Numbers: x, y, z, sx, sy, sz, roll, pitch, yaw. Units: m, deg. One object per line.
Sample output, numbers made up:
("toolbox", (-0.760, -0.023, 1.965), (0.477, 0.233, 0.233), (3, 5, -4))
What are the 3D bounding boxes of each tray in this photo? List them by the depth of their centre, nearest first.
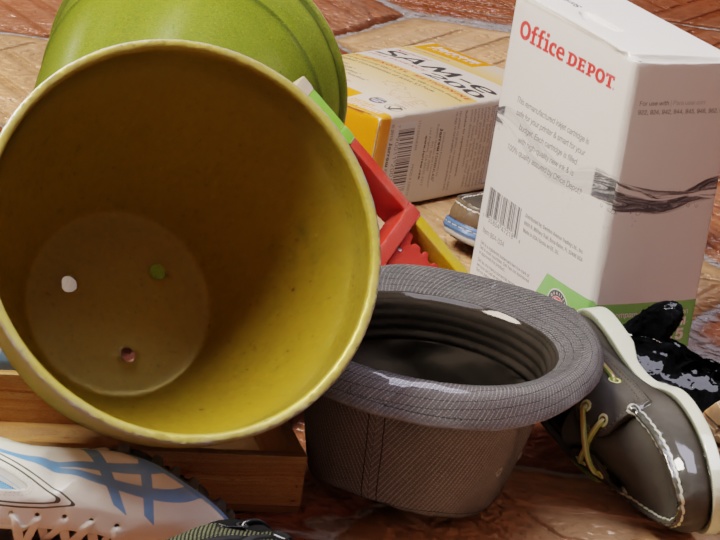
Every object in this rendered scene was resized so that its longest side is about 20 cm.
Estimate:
("tray", (-0.136, 0.088, 1.444), (0.199, 0.037, 0.099), (3, 20, -16))

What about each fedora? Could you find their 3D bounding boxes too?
("fedora", (0.034, 0.071, 1.484), (0.176, 0.091, 0.200), (13, 18, 10))

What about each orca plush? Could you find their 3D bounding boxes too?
("orca plush", (0.174, 0.056, 1.622), (0.200, 0.071, 0.105), (25, 24, 38))

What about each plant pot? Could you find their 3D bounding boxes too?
("plant pot", (-0.106, 0.003, 1.398), (0.199, 0.201, 0.142), (3, -16, -18))
("plant pot", (-0.125, -0.074, 1.717), (0.200, 0.201, 0.193), (11, 31, 7))

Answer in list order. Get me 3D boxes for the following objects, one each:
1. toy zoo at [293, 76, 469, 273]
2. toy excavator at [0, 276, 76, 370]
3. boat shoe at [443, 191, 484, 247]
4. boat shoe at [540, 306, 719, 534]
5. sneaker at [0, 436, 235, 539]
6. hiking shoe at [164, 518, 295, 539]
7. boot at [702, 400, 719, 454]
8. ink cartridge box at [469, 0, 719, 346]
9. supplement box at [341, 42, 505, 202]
("toy zoo", (0.000, 0.000, 1.591), (0.200, 0.020, 0.131), (49, 40, -13))
("toy excavator", (-0.236, 0.011, 1.560), (0.199, 0.100, 0.195), (-2, 17, 12))
("boat shoe", (0.143, -0.053, 1.918), (0.199, 0.073, 0.072), (-5, 23, -35))
("boat shoe", (0.135, 0.084, 1.520), (0.060, 0.072, 0.201), (-4, 26, -19))
("sneaker", (-0.158, 0.114, 1.333), (0.199, 0.072, 0.073), (15, 60, -10))
("hiking shoe", (-0.032, 0.143, 1.270), (0.199, 0.076, 0.101), (4, 23, -13))
("boot", (0.277, 0.117, 1.506), (0.199, 0.075, 0.107), (23, 19, 14))
("ink cartridge box", (0.148, -0.058, 1.739), (0.084, 0.201, 0.145), (-2, 22, -29))
("supplement box", (0.029, -0.107, 2.020), (0.126, 0.074, 0.200), (24, 24, 36))
